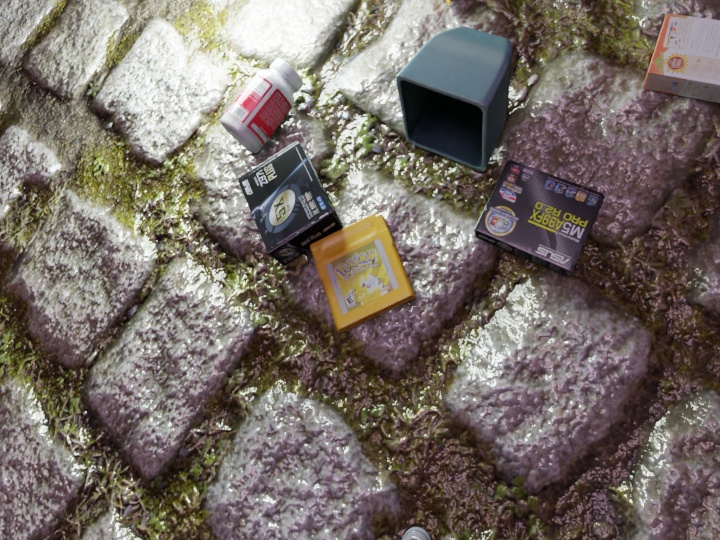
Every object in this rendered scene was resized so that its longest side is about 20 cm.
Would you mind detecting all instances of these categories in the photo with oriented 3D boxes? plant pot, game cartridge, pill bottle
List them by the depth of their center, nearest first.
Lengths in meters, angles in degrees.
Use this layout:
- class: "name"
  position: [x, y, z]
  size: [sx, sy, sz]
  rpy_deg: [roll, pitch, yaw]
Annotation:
- class: "plant pot"
  position: [0.210, -0.365, 1.087]
  size: [0.192, 0.197, 0.203]
  rpy_deg: [27, 73, 22]
- class: "game cartridge"
  position: [0.000, 0.000, 1.113]
  size: [0.172, 0.032, 0.204]
  rpy_deg: [-25, 69, 8]
- class: "pill bottle"
  position: [-0.225, -0.387, 1.260]
  size: [0.111, 0.112, 0.202]
  rpy_deg: [35, 85, 23]

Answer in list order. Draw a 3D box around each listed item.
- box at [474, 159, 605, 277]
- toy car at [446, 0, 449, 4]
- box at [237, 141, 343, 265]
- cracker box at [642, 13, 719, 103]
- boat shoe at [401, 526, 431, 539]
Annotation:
- class: "box"
  position: [0.341, -0.103, 1.036]
  size: [0.196, 0.044, 0.163]
  rpy_deg: [26, 81, 22]
- class: "toy car"
  position: [0.189, -0.716, 1.242]
  size: [0.178, 0.177, 0.207]
  rpy_deg: [-3, 99, 1]
- class: "box"
  position: [-0.153, -0.147, 1.176]
  size: [0.161, 0.086, 0.204]
  rpy_deg: [-29, 67, 6]
- class: "cracker box"
  position: [0.663, -0.400, 1.028]
  size: [0.195, 0.058, 0.137]
  rpy_deg: [20, 80, 22]
- class: "boat shoe"
  position: [0.086, 0.540, 0.894]
  size: [0.071, 0.067, 0.206]
  rpy_deg: [1, 73, 16]
